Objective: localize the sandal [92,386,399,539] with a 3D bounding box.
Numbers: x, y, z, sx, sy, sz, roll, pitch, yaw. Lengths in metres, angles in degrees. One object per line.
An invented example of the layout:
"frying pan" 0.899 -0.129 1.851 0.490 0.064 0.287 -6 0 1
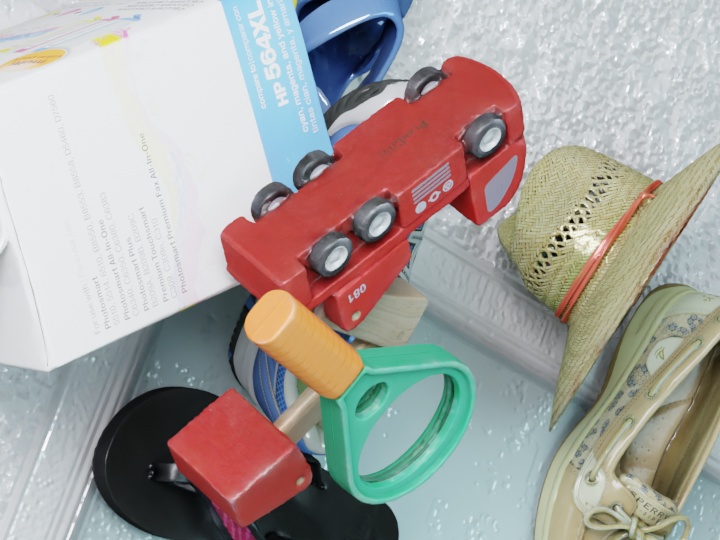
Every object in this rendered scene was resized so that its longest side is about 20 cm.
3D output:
"sandal" -0.046 0.112 1.333 0.200 0.045 0.075 27 76 -37

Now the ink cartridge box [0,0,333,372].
"ink cartridge box" -0.129 -0.044 1.202 0.200 0.128 0.126 -25 109 -36

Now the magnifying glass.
"magnifying glass" -0.001 0.053 1.188 0.080 0.022 0.200 -50 149 -2

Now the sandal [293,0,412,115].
"sandal" -0.005 -0.121 1.327 0.079 0.087 0.201 34 70 -33

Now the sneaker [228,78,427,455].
"sneaker" 0.000 0.000 1.283 0.075 0.077 0.200 1 127 -26

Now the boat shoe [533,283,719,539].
"boat shoe" 0.156 0.102 1.481 0.073 0.063 0.201 28 81 -38

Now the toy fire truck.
"toy fire truck" -0.004 0.009 1.206 0.200 0.049 0.141 -38 146 -19

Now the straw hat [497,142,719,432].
"straw hat" 0.120 -0.019 1.428 0.085 0.201 0.201 34 67 5
